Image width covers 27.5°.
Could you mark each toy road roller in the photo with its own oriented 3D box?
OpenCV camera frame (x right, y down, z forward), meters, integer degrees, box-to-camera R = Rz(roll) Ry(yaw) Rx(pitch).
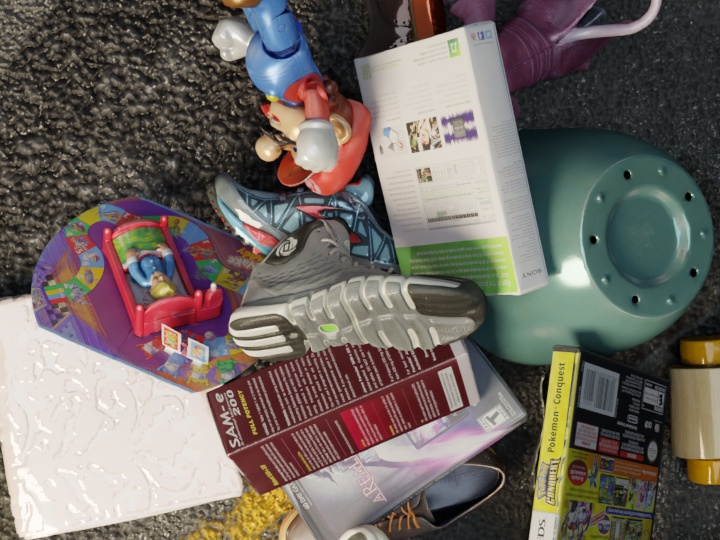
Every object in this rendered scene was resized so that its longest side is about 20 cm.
[{"bbox_3d":[0.369,0.115,1.235,0.200,0.146,0.123,-4,91,-7],"label":"toy road roller"}]

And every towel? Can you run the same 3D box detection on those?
[{"bbox_3d":[-0.205,0.107,1.219,0.191,0.032,0.200,-10,92,-8],"label":"towel"}]

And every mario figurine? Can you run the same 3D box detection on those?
[{"bbox_3d":[-0.067,-0.137,1.116,0.106,0.124,0.200,-11,123,24],"label":"mario figurine"}]

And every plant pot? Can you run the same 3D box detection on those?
[{"bbox_3d":[0.183,-0.022,1.176,0.200,0.161,0.201,1,88,-25],"label":"plant pot"}]

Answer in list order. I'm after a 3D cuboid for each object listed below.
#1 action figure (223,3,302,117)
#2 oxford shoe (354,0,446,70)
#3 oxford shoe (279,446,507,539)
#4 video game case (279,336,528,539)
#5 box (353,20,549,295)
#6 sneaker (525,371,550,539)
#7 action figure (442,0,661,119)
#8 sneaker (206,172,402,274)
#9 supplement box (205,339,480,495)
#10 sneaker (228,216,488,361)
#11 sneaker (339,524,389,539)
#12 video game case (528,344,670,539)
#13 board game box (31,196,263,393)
[{"bbox_3d":[-0.051,-0.141,1.215,0.052,0.065,0.200,-18,110,22],"label":"action figure"},{"bbox_3d":[0.036,-0.153,1.239,0.072,0.071,0.200,-3,89,16],"label":"oxford shoe"},{"bbox_3d":[0.027,0.193,1.228,0.200,0.073,0.071,-23,95,-6],"label":"oxford shoe"},{"bbox_3d":[0.017,0.122,1.221,0.200,0.019,0.143,-33,64,-7],"label":"video game case"},{"bbox_3d":[0.067,-0.078,1.126,0.036,0.144,0.200,-15,96,-34],"label":"box"},{"bbox_3d":[0.166,0.184,1.227,0.060,0.104,0.200,4,88,13],"label":"sneaker"},{"bbox_3d":[0.137,-0.171,1.194,0.200,0.149,0.134,-36,118,-28],"label":"action figure"},{"bbox_3d":[-0.028,-0.045,1.211,0.200,0.079,0.096,25,104,-17],"label":"sneaker"},{"bbox_3d":[-0.011,0.100,1.166,0.200,0.109,0.061,-23,63,-1],"label":"supplement box"},{"bbox_3d":[0.000,0.000,1.120,0.200,0.075,0.116,-5,47,16],"label":"sneaker"},{"bbox_3d":[0.040,0.263,1.203,0.081,0.075,0.200,-38,134,-15],"label":"sneaker"},{"bbox_3d":[0.191,0.163,1.168,0.025,0.200,0.181,3,81,32],"label":"video game case"},{"bbox_3d":[-0.157,0.003,1.165,0.200,0.039,0.158,23,52,7],"label":"board game box"}]
